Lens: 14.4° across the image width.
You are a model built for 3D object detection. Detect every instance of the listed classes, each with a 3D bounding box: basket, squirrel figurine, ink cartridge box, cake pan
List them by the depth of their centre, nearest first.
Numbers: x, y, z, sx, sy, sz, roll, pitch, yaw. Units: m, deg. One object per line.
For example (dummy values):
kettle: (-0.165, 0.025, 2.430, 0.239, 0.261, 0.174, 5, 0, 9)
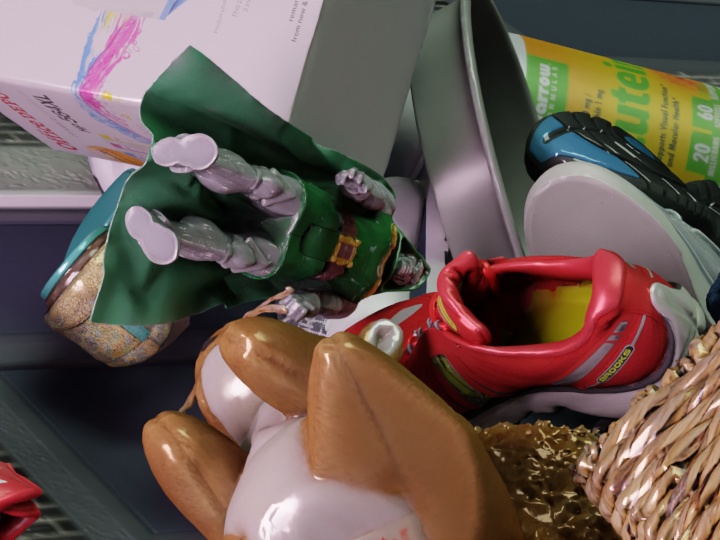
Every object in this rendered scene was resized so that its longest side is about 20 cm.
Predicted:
basket: (0.206, 0.116, 1.091, 0.200, 0.143, 0.149, 47, 2, -36)
squirrel figurine: (0.007, 0.093, 1.142, 0.200, 0.142, 0.187, 28, 9, -15)
ink cartridge box: (-0.086, -0.118, 1.321, 0.200, 0.125, 0.129, 11, -12, 22)
cake pan: (0.068, -0.046, 1.433, 0.037, 0.200, 0.200, -15, 18, 12)

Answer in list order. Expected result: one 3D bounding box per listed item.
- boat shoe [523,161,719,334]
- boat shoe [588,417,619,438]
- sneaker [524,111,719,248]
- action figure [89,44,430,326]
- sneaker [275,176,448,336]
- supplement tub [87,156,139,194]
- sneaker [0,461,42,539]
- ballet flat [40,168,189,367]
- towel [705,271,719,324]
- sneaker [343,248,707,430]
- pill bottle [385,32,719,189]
boat shoe: (0.147, 0.010, 1.391, 0.201, 0.070, 0.072, 46, 26, -27)
boat shoe: (0.148, 0.064, 1.283, 0.057, 0.069, 0.200, 24, 25, 16)
sneaker: (0.142, -0.017, 1.465, 0.200, 0.082, 0.073, 27, 19, -46)
action figure: (-0.029, -0.017, 1.219, 0.055, 0.118, 0.200, 27, 6, 32)
sneaker: (0.000, 0.000, 1.400, 0.080, 0.076, 0.200, 7, 21, -2)
supplement tub: (-0.064, -0.094, 1.498, 0.122, 0.123, 0.200, 19, 22, 3)
sneaker: (-0.174, 0.066, 1.122, 0.115, 0.078, 0.200, 27, 34, -1)
ballet flat: (-0.105, 0.003, 1.311, 0.071, 0.071, 0.200, 17, 11, -3)
towel: (0.232, 0.064, 1.268, 0.200, 0.049, 0.112, 50, 31, -5)
sneaker: (0.053, 0.022, 1.230, 0.200, 0.077, 0.085, -13, -36, 39)
pill bottle: (0.104, -0.070, 1.585, 0.200, 0.111, 0.111, 13, 22, -12)
